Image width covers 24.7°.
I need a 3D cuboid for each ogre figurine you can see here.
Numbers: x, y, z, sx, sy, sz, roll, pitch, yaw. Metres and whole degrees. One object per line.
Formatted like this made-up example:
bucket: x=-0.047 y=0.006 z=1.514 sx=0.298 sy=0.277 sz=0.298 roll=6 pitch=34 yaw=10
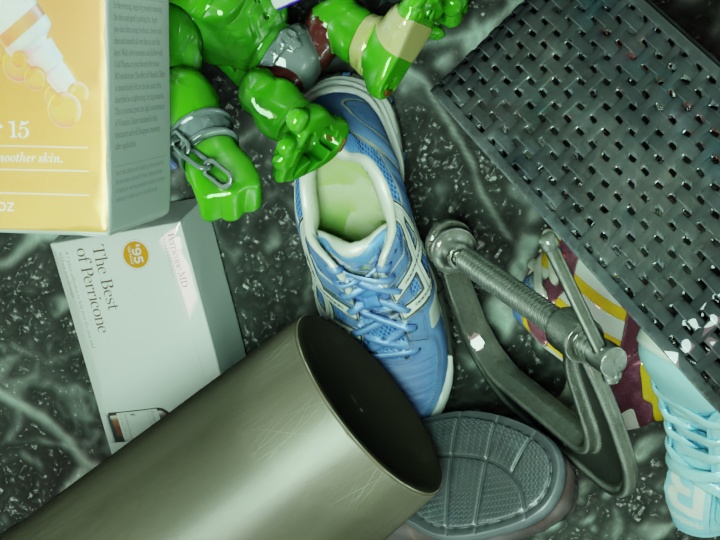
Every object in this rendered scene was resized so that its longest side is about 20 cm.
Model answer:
ogre figurine: x=-0.043 y=-0.114 z=0.805 sx=0.119 sy=0.098 sz=0.201 roll=33 pitch=76 yaw=17

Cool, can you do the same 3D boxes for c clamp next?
c clamp: x=0.084 y=0.028 z=0.815 sx=0.027 sy=0.200 sz=0.172 roll=-31 pitch=114 yaw=-12

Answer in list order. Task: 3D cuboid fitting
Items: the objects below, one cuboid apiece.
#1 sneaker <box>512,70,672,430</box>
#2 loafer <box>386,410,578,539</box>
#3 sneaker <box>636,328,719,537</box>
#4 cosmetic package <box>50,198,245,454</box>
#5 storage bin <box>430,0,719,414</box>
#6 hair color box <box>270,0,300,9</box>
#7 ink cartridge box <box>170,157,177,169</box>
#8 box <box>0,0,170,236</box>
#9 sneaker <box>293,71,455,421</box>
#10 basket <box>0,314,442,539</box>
sneaker: x=0.118 y=-0.007 z=0.851 sx=0.089 sy=0.075 sz=0.202 roll=-11 pitch=106 yaw=9
loafer: x=0.041 y=0.122 z=0.896 sx=0.199 sy=0.073 sz=0.063 roll=-10 pitch=147 yaw=41
sneaker: x=0.182 y=0.093 z=0.819 sx=0.082 sy=0.074 sz=0.200 roll=-55 pitch=133 yaw=-7
cosmetic package: x=-0.107 y=0.065 z=0.938 sx=0.082 sy=0.051 sz=0.202 roll=-10 pitch=107 yaw=14
storage bin: x=0.134 y=-0.027 z=0.692 sx=0.094 sy=0.200 sz=0.135 roll=-43 pitch=139 yaw=6
hair color box: x=-0.024 y=-0.227 z=0.698 sx=0.109 sy=0.065 sz=0.202 roll=-14 pitch=106 yaw=40
ink cartridge box: x=-0.185 y=-0.086 z=0.848 sx=0.199 sy=0.042 sz=0.120 roll=-9 pitch=129 yaw=44
box: x=-0.151 y=-0.120 z=0.695 sx=0.123 sy=0.097 sz=0.202 roll=1 pitch=97 yaw=8
sneaker: x=0.000 y=0.000 z=0.878 sx=0.075 sy=0.077 sz=0.202 roll=-13 pitch=109 yaw=14
basket: x=-0.067 y=0.127 z=0.847 sx=0.200 sy=0.180 sz=0.137 roll=-40 pitch=73 yaw=14
